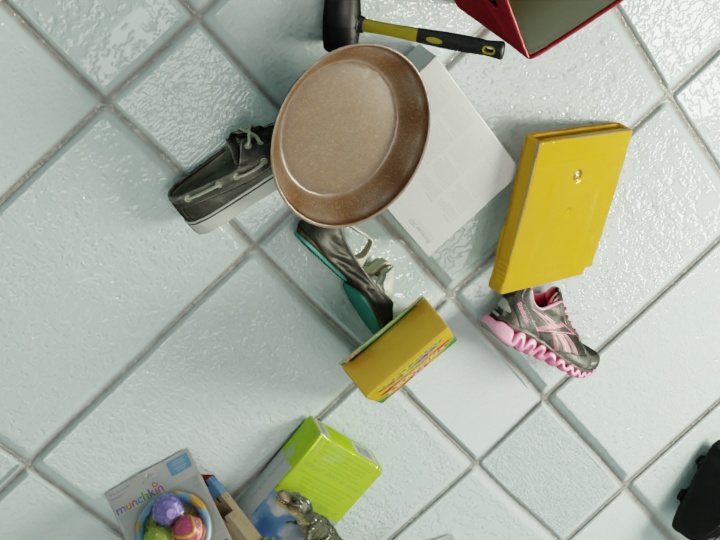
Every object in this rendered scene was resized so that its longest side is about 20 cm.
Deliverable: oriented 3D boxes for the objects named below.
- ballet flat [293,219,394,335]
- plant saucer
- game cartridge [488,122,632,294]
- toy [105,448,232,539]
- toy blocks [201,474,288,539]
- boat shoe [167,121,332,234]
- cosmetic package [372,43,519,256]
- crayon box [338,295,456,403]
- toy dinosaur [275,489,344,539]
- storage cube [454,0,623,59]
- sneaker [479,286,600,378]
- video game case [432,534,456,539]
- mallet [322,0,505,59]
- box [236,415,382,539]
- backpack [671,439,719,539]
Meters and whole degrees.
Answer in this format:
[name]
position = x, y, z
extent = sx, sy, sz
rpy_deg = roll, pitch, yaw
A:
[ballet flat]
position = 0.000, 0.000, 1.437
extent = 0.068, 0.068, 0.200
rpy_deg = -42, 127, -8
[plant saucer]
position = -0.016, -0.144, 1.288
extent = 0.199, 0.037, 0.202
rpy_deg = -17, 122, -29
[game cartridge]
position = 0.243, -0.077, 1.494
extent = 0.175, 0.032, 0.202
rpy_deg = -11, 125, -39
[toy]
position = -0.216, 0.321, 1.446
extent = 0.114, 0.201, 0.047
rpy_deg = -27, 163, -7
[toy blocks]
position = -0.207, 0.348, 1.506
extent = 0.200, 0.100, 0.137
rpy_deg = -41, 83, 7
[boat shoe]
position = -0.116, -0.119, 1.314
extent = 0.199, 0.071, 0.064
rpy_deg = -37, 127, 1
[cosmetic package]
position = 0.073, -0.134, 1.401
extent = 0.151, 0.052, 0.200
rpy_deg = -43, 126, 0
[crayon box]
position = 0.047, 0.096, 1.445
extent = 0.127, 0.051, 0.200
rpy_deg = -40, 168, 2
[toy dinosaur]
position = -0.058, 0.355, 1.566
extent = 0.088, 0.047, 0.200
rpy_deg = -46, 132, -2
[storage cube]
position = 0.174, -0.355, 1.245
extent = 0.199, 0.180, 0.172
rpy_deg = -32, 126, -3
[sneaker]
position = 0.250, 0.073, 1.590
extent = 0.199, 0.079, 0.096
rpy_deg = 26, 94, -34
[video game case]
position = 0.045, 0.462, 1.743
extent = 0.198, 0.018, 0.145
rpy_deg = -14, 122, -17
[mallet]
position = 0.051, -0.238, 1.280
extent = 0.198, 0.041, 0.066
rpy_deg = 19, 123, 10
[box]
position = -0.079, 0.296, 1.576
extent = 0.122, 0.048, 0.200
rpy_deg = 34, 101, -34
[backpack]
position = 0.603, 0.363, 1.875
extent = 0.199, 0.153, 0.164
rpy_deg = 17, 103, -44
